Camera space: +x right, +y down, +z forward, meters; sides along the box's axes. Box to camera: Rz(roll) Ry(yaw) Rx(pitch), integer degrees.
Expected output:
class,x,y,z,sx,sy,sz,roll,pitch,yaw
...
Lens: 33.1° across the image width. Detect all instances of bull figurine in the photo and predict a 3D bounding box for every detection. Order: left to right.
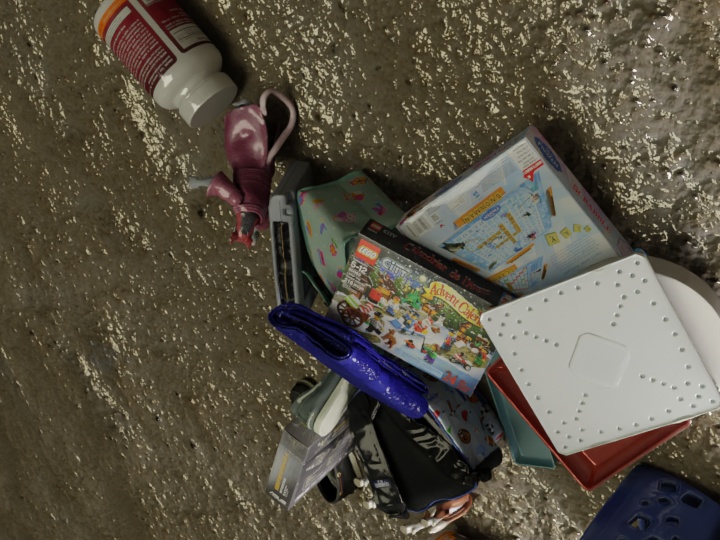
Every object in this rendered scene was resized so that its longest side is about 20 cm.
class,x,y,z,sx,sy,sz,roll,pitch,yaw
bull figurine,0.062,0.306,1.755,0.199,0.121,0.065,24,131,26

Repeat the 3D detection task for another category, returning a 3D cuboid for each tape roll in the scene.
class,x,y,z,sx,sy,sz,roll,pitch,yaw
tape roll,0.306,0.080,1.330,0.201,0.037,0.204,9,121,15

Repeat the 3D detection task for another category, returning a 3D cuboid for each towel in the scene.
class,x,y,z,sx,sy,sz,roll,pitch,yaw
towel,-0.008,0.106,1.485,0.147,0.050,0.200,27,170,41

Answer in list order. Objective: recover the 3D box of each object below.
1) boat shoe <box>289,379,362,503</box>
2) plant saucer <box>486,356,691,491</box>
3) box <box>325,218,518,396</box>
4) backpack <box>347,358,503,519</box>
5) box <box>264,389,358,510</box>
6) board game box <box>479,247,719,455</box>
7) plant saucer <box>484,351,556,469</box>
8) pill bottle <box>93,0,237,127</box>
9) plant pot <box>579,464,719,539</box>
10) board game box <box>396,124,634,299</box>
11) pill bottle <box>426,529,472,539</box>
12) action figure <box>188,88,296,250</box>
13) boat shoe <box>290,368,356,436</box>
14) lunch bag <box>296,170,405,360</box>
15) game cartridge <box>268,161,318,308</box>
class,x,y,z,sx,sy,sz,roll,pitch,yaw
boat shoe,-0.063,0.268,1.897,0.073,0.063,0.202,-7,110,50
plant saucer,0.276,0.143,1.461,0.200,0.037,0.200,49,135,8
box,0.070,0.044,1.411,0.199,0.038,0.137,28,129,7
backpack,0.085,0.210,1.631,0.200,0.154,0.191,-34,96,42
box,-0.045,0.232,1.740,0.048,0.200,0.159,36,138,18
board game box,0.261,0.092,1.316,0.199,0.026,0.201,-23,108,29
plant saucer,0.204,0.167,1.581,0.070,0.019,0.201,-1,116,46
pill bottle,-0.264,-0.297,1.662,0.200,0.113,0.113,50,141,8
plant pot,0.372,0.375,1.419,0.179,0.200,0.201,7,121,36
board game box,0.176,-0.031,1.367,0.200,0.041,0.200,-33,102,34
pill bottle,0.179,0.458,1.735,0.199,0.116,0.117,17,128,38
action figure,-0.138,-0.118,1.621,0.148,0.201,0.134,-21,146,34
boat shoe,-0.024,0.127,1.651,0.062,0.201,0.073,26,162,22
lunch bag,0.000,0.000,1.557,0.170,0.121,0.201,-130,29,-53
game cartridge,-0.087,-0.038,1.647,0.041,0.133,0.201,5,118,14
